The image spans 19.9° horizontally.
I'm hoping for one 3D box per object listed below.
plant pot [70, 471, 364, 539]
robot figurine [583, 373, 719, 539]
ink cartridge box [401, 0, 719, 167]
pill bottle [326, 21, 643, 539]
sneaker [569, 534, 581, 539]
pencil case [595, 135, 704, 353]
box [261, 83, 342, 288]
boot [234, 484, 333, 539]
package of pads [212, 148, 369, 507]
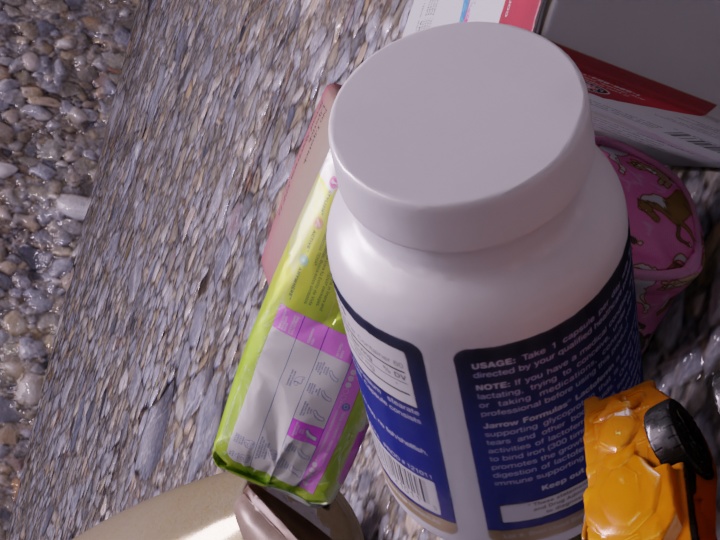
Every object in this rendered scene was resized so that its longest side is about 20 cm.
[{"bbox_3d":[-0.091,0.208,1.277,0.200,0.186,0.188,-42,32,38],"label":"plant pot"},{"bbox_3d":[0.131,0.099,0.667,0.144,0.058,0.201,-30,33,23],"label":"robot figurine"},{"bbox_3d":[0.114,-0.103,0.864,0.200,0.145,0.083,-164,92,-75],"label":"ink cartridge box"},{"bbox_3d":[0.049,0.009,0.791,0.201,0.115,0.116,77,-167,-48],"label":"pill bottle"},{"bbox_3d":[0.063,0.150,0.892,0.077,0.088,0.202,169,116,-74],"label":"sneaker"},{"bbox_3d":[0.084,0.025,0.950,0.200,0.086,0.083,122,148,-47],"label":"pencil case"},{"bbox_3d":[0.020,-0.011,1.185,0.200,0.108,0.129,-113,43,-68],"label":"box"},{"bbox_3d":[-0.022,0.219,0.968,0.147,0.200,0.070,-52,-18,9],"label":"boot"},{"bbox_3d":[0.000,0.000,0.993,0.155,0.068,0.201,-59,-9,-72],"label":"package of pads"}]
